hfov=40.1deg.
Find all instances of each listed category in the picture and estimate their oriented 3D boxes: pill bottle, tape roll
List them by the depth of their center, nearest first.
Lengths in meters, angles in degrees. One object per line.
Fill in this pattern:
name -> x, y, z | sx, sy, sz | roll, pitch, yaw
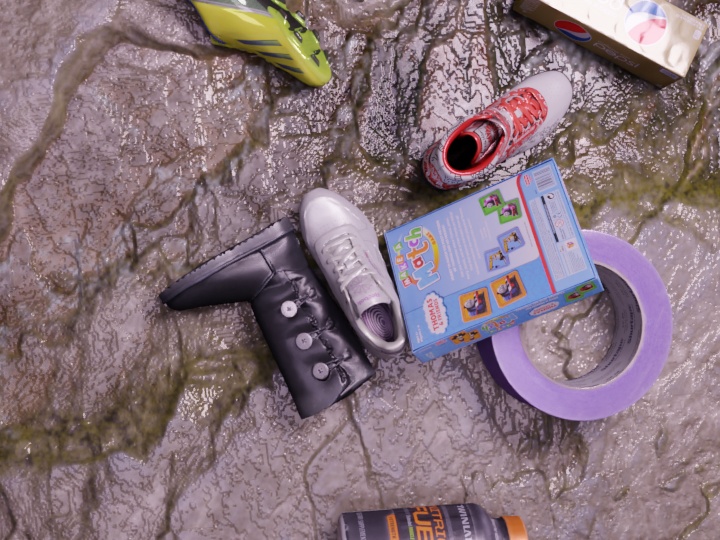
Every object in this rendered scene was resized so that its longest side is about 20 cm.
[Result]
pill bottle -> 0.077, 0.303, 1.043 | 0.197, 0.106, 0.108 | -3, 89, -6
tape roll -> 0.228, 0.058, 1.072 | 0.197, 0.085, 0.203 | 0, 89, -6

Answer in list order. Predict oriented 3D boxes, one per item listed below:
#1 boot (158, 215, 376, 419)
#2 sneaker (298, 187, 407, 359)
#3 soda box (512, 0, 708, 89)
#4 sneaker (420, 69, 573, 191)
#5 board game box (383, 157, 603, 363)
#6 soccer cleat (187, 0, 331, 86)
boot -> -0.099, 0.069, 1.056 | 0.164, 0.066, 0.201 | -29, 96, -3
sneaker -> 0.000, 0.000, 1.044 | 0.074, 0.100, 0.201 | -30, 90, -3
soda box -> 0.275, -0.281, 1.092 | 0.198, 0.064, 0.068 | 27, 87, -5
sneaker -> 0.158, -0.154, 1.056 | 0.200, 0.108, 0.068 | -33, 92, -5
board game box -> 0.131, -0.010, 1.018 | 0.198, 0.037, 0.153 | -23, 56, 16
soccer cleat -> -0.117, -0.262, 1.067 | 0.200, 0.065, 0.084 | 41, 115, -7
